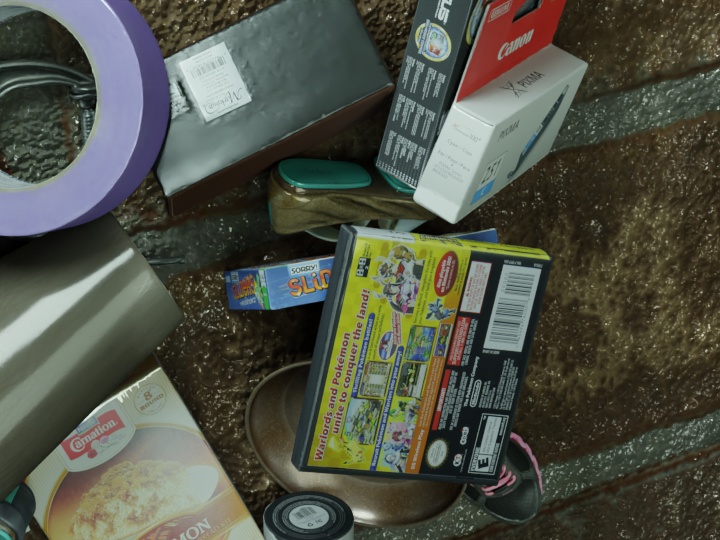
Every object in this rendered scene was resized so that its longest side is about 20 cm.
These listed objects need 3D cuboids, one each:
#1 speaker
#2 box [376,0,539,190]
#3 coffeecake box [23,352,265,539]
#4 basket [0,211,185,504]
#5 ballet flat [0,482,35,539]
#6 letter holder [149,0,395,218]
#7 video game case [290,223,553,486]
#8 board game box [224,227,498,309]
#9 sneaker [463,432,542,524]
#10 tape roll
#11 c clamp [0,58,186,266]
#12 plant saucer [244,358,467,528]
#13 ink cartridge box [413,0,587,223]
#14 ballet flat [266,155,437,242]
[{"bbox_3d":[-0.047,0.299,1.827,0.080,0.081,0.202,-9,120,-18],"label":"speaker"},{"bbox_3d":[0.088,-0.184,1.642,0.160,0.044,0.201,-44,157,-46],"label":"box"},{"bbox_3d":[-0.193,0.182,1.743,0.153,0.073,0.201,-31,117,-6],"label":"coffeecake box"},{"bbox_3d":[-0.248,0.050,1.620,0.199,0.181,0.136,-37,153,-6],"label":"basket"},{"bbox_3d":[-0.313,0.227,1.700,0.072,0.074,0.200,12,143,-24],"label":"ballet flat"},{"bbox_3d":[-0.086,-0.134,1.660,0.199,0.142,0.101,-27,85,-6],"label":"letter holder"},{"bbox_3d":[0.049,0.070,1.666,0.179,0.025,0.202,6,106,-23],"label":"video game case"},{"bbox_3d":[0.000,0.000,1.713,0.198,0.135,0.035,-10,92,-18],"label":"board game box"},{"bbox_3d":[0.102,0.161,1.833,0.079,0.096,0.201,-32,118,8],"label":"sneaker"},{"bbox_3d":[-0.246,-0.128,1.546,0.198,0.085,0.202,1,94,9],"label":"tape roll"},{"bbox_3d":[-0.236,-0.079,1.655,0.169,0.027,0.202,-12,118,-10],"label":"c clamp"},{"bbox_3d":[0.000,0.139,1.774,0.198,0.037,0.202,11,135,11],"label":"plant saucer"},{"bbox_3d":[0.127,-0.148,1.667,0.044,0.200,0.177,30,121,15],"label":"ink cartridge box"},{"bbox_3d":[0.009,-0.057,1.735,0.198,0.068,0.073,-6,131,-30],"label":"ballet flat"}]
